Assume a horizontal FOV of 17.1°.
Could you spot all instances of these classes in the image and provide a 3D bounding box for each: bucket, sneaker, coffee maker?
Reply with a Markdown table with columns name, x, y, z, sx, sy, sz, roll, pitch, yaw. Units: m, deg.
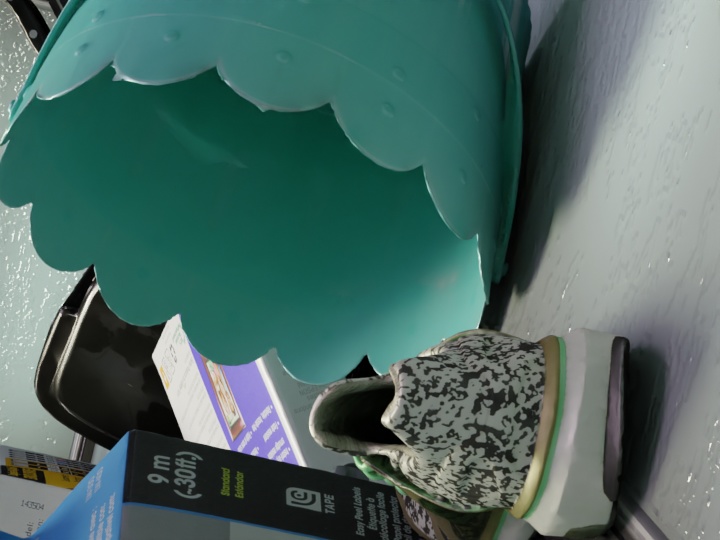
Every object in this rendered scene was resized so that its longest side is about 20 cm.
| name | x | y | z | sx | sy | sz | roll | pitch | yaw |
| --- | --- | --- | --- | --- | --- | --- | --- | --- | --- |
| bucket | -0.030 | -0.064 | 0.957 | 0.207 | 0.206 | 0.136 | 118 | 171 | -59 |
| sneaker | 0.025 | 0.049 | 0.788 | 0.200 | 0.088 | 0.078 | 134 | 148 | -74 |
| coffee maker | -0.105 | 0.027 | 1.455 | 0.200 | 0.133 | 0.193 | -66 | -21 | -54 |

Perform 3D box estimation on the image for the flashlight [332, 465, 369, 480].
| name | x | y | z | sx | sy | sz | roll | pitch | yaw |
| --- | --- | --- | --- | --- | --- | --- | --- | --- | --- |
| flashlight | -0.017 | 0.175 | 0.948 | 0.068 | 0.067 | 0.201 | 115 | 167 | -47 |

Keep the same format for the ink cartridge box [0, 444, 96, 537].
| name | x | y | z | sx | sy | sz | roll | pitch | yaw |
| --- | --- | --- | --- | --- | --- | --- | --- | --- | --- |
| ink cartridge box | -0.168 | 0.151 | 1.321 | 0.200 | 0.174 | 0.085 | -179 | 103 | -80 |

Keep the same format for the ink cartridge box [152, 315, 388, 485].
| name | x | y | z | sx | sy | sz | roll | pitch | yaw |
| --- | --- | --- | --- | --- | --- | --- | --- | --- | --- |
| ink cartridge box | -0.038 | 0.097 | 1.145 | 0.198 | 0.043 | 0.201 | 124 | 127 | -68 |

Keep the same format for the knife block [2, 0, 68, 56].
| name | x | y | z | sx | sy | sz | roll | pitch | yaw |
| --- | --- | --- | --- | --- | --- | --- | --- | --- | --- |
| knife block | -0.094 | -0.106 | 1.228 | 0.064 | 0.198 | 0.177 | -116 | 45 | -86 |

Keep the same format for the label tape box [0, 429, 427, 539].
| name | x | y | z | sx | sy | sz | roll | pitch | yaw |
| --- | --- | --- | --- | --- | --- | --- | --- | --- | --- |
| label tape box | -0.057 | 0.124 | 0.839 | 0.144 | 0.198 | 0.067 | -94 | 21 | -62 |

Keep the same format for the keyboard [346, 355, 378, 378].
| name | x | y | z | sx | sy | sz | roll | pitch | yaw |
| --- | --- | --- | --- | --- | --- | --- | --- | --- | --- |
| keyboard | 0.000 | 0.000 | 1.176 | 0.104 | 0.039 | 0.202 | 135 | 148 | -73 |
